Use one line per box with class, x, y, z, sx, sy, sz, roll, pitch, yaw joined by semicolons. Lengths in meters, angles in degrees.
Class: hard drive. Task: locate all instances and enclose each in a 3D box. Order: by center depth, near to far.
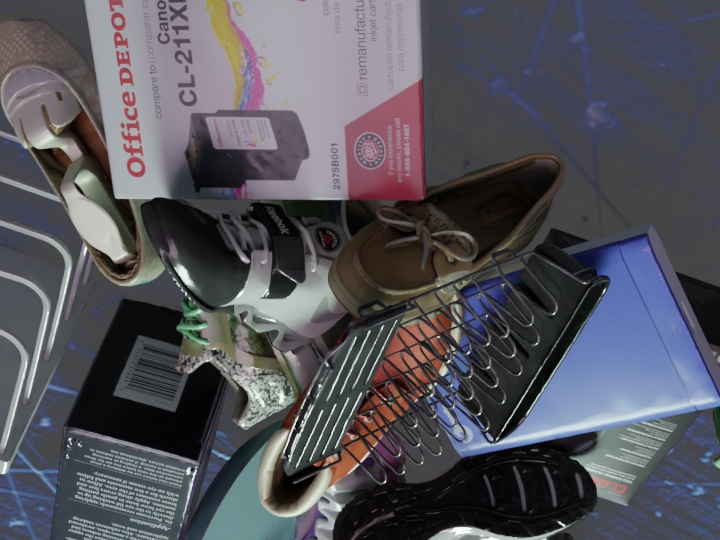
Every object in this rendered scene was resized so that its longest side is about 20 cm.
hard drive;0.128;0.055;0.746;0.199;0.025;0.132;-18;112;32

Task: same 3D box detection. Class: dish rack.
dish rack;0.047;0.064;0.658;0.055;0.200;0.154;46;134;28

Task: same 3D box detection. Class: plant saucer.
plant saucer;-0.093;0.207;0.906;0.027;0.200;0.201;25;133;21

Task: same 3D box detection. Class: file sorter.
file sorter;-0.268;0.008;0.756;0.138;0.200;0.125;20;127;-8

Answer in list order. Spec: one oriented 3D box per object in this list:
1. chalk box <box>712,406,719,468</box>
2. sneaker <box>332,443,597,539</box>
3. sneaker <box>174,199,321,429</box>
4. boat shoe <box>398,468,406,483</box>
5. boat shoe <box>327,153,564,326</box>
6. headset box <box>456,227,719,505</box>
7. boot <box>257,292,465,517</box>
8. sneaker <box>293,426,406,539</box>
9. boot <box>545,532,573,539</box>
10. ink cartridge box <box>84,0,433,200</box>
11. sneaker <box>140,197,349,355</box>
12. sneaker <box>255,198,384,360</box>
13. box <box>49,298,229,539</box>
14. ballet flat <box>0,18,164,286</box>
chalk box;0.338;0.102;0.789;0.124;0.124;0.200;21;128;-8
sneaker;0.082;0.186;0.835;0.199;0.074;0.079;-16;149;10
sneaker;-0.105;0.035;0.797;0.089;0.077;0.200;-38;106;-16
boat shoe;0.020;0.232;0.980;0.072;0.066;0.202;5;112;30
boat shoe;0.058;-0.028;0.693;0.073;0.200;0.063;46;135;12
headset box;0.170;0.084;0.831;0.148;0.077;0.200;20;127;-7
boot;-0.002;0.084;0.735;0.075;0.107;0.200;36;116;11
sneaker;-0.021;0.189;0.902;0.080;0.089;0.201;2;118;-25
boot;0.114;0.244;0.952;0.131;0.070;0.200;-8;139;15
ink cartridge box;-0.057;-0.122;0.676;0.199;0.083;0.146;0;115;8
sneaker;-0.058;-0.012;0.684;0.088;0.074;0.200;-32;153;13
sneaker;0.000;0.000;0.792;0.090;0.067;0.201;-9;124;22
box;-0.177;0.151;0.890;0.104;0.148;0.200;15;131;-3
ballet flat;-0.188;-0.079;0.725;0.067;0.062;0.200;-28;101;19
